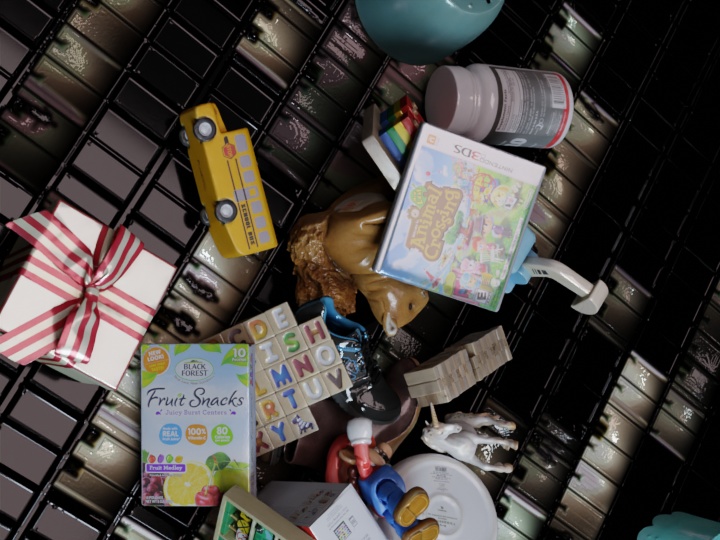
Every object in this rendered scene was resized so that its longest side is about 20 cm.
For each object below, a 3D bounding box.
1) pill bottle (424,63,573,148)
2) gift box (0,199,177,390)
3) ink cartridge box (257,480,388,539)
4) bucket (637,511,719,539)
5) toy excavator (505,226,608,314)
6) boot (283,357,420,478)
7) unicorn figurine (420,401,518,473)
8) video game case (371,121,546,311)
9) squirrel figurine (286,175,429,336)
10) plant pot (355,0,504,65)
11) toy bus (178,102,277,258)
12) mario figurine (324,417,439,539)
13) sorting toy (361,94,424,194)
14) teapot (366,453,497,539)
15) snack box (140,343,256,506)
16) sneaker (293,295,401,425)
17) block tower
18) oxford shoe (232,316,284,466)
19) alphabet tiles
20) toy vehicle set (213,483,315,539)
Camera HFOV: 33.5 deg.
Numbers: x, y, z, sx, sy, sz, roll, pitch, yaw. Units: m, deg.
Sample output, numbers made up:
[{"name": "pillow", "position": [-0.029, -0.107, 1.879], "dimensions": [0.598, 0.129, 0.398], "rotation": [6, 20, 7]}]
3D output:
[{"name": "pill bottle", "position": [0.200, -0.240, 1.742], "dimensions": [0.198, 0.114, 0.115], "rotation": [1, 87, -27]}, {"name": "gift box", "position": [-0.350, 0.031, 1.399], "dimensions": [0.199, 0.186, 0.186], "rotation": [26, 75, -25]}, {"name": "ink cartridge box", "position": [-0.046, 0.364, 1.530], "dimensions": [0.084, 0.199, 0.177], "rotation": [-41, 106, -32]}, {"name": "bucket", "position": [0.537, 0.485, 1.872], "dimensions": [0.205, 0.134, 0.210], "rotation": [1, 87, -28]}, {"name": "toy excavator", "position": [0.231, -0.013, 1.699], "dimensions": [0.195, 0.199, 0.100], "rotation": [46, 69, -27]}, {"name": "boot", "position": [-0.006, 0.192, 1.620], "dimensions": [0.166, 0.072, 0.202], "rotation": [28, 83, -40]}, {"name": "unicorn figurine", "position": [0.149, 0.231, 1.657], "dimensions": [0.136, 0.200, 0.075], "rotation": [13, 86, 0]}, {"name": "video game case", "position": [0.128, -0.067, 1.542], "dimensions": [0.180, 0.022, 0.202], "rotation": [18, 94, -15]}, {"name": "squirrel figurine", "position": [0.000, 0.000, 1.631], "dimensions": [0.198, 0.142, 0.188], "rotation": [-21, 113, -5]}, {"name": "plant pot", "position": [0.114, -0.403, 1.678], "dimensions": [0.198, 0.161, 0.203], "rotation": [1, 88, -27]}, {"name": "toy bus", "position": [-0.175, -0.119, 1.566], "dimensions": [0.078, 0.065, 0.202], "rotation": [-17, 95, -27]}, {"name": "mario figurine", "position": [0.035, 0.258, 1.512], "dimensions": [0.105, 0.200, 0.125], "rotation": [4, 109, -35]}, {"name": "sorting toy", "position": [0.086, -0.136, 1.627], "dimensions": [0.069, 0.200, 0.200], "rotation": [-32, 105, 12]}, {"name": "teapot", "position": [0.079, 0.355, 1.636], "dimensions": [0.200, 0.146, 0.197], "rotation": [49, 54, 4]}, {"name": "snack box", "position": [-0.204, 0.193, 1.508], "dimensions": [0.140, 0.053, 0.203], "rotation": [0, 87, 4]}, {"name": "sneaker", "position": [-0.012, 0.120, 1.552], "dimensions": [0.200, 0.082, 0.073], "rotation": [44, 34, -11]}, {"name": "block tower", "position": [0.140, 0.135, 1.685], "dimensions": [0.199, 0.057, 0.055], "rotation": [-23, 96, -51]}, {"name": "oxford shoe", "position": [-0.138, 0.160, 1.581], "dimensions": [0.083, 0.073, 0.203], "rotation": [-5, 94, -2]}, {"name": "alphabet tiles", "position": [-0.117, 0.142, 1.537], "dimensions": [0.198, 0.008, 0.169], "rotation": [-24, 94, 13]}, {"name": "toy vehicle set", "position": [-0.130, 0.372, 1.481], "dimensions": [0.026, 0.124, 0.202], "rotation": [-36, 149, -48]}]
